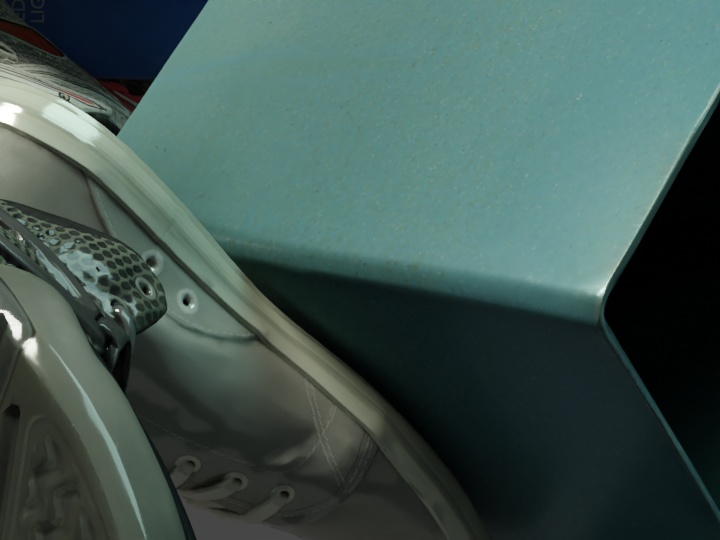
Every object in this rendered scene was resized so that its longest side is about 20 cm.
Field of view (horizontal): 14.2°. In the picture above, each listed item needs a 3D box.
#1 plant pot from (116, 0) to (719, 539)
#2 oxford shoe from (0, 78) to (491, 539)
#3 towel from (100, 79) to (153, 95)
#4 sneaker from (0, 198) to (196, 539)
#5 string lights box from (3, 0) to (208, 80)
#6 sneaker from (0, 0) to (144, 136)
[{"bbox_3d":[0.036,-0.013,0.773,0.200,0.141,0.141,10,-33,38],"label":"plant pot"},{"bbox_3d":[-0.041,0.035,0.727,0.200,0.058,0.075,44,-26,-29],"label":"oxford shoe"},{"bbox_3d":[-0.030,-0.053,1.097,0.200,0.035,0.193,36,-14,-1],"label":"towel"},{"bbox_3d":[-0.066,0.030,0.557,0.114,0.076,0.199,17,11,-42],"label":"sneaker"},{"bbox_3d":[-0.088,-0.097,0.931,0.200,0.059,0.103,1,14,-6],"label":"string lights box"},{"bbox_3d":[-0.119,-0.051,0.838,0.200,0.078,0.082,31,9,-18],"label":"sneaker"}]
